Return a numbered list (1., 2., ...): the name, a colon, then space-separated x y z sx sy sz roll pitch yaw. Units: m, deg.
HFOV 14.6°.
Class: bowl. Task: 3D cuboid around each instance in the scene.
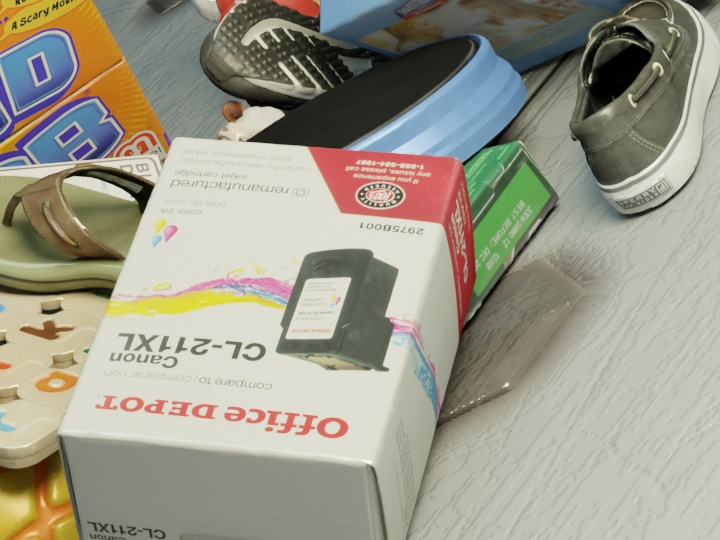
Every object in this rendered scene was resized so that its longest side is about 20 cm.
1. bowl: -0.007 -0.065 1.515 0.201 0.039 0.201 -28 13 7

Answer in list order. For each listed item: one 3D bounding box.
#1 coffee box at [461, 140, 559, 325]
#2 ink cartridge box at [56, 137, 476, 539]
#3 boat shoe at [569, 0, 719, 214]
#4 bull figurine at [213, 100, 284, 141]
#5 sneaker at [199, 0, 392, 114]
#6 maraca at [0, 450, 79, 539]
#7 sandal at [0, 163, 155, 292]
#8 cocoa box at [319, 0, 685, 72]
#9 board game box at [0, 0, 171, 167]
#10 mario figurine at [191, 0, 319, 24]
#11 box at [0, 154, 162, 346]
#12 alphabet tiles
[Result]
1. coffee box: 0.000 0.000 1.473 0.200 0.044 0.123 -14 30 48
2. ink cartridge box: -0.037 0.038 1.275 0.146 0.083 0.200 5 44 12
3. boat shoe: 0.141 -0.100 1.431 0.069 0.057 0.200 -30 22 21
4. bull figurine: -0.102 -0.039 1.680 0.121 0.065 0.200 -45 7 -16
5. sneaker: -0.045 -0.117 1.710 0.080 0.074 0.200 -40 -14 23
6. maraca: -0.199 0.121 1.391 0.200 0.107 0.137 17 65 19
7. sandal: -0.129 -0.026 1.446 0.201 0.057 0.080 10 39 26
8. cocoa box: 0.086 -0.201 1.554 0.200 0.133 0.131 -21 63 48
9. board game box: -0.262 -0.124 1.605 0.200 0.200 0.200 -35 54 -6
10. mario figurine: -0.058 -0.207 1.923 0.200 0.106 0.124 -68 0 -67
11. box: -0.205 0.002 1.541 0.117 0.200 0.060 111 145 -46
12. alphabet tiles: -0.133 0.041 1.400 0.196 0.015 0.200 14 33 37
